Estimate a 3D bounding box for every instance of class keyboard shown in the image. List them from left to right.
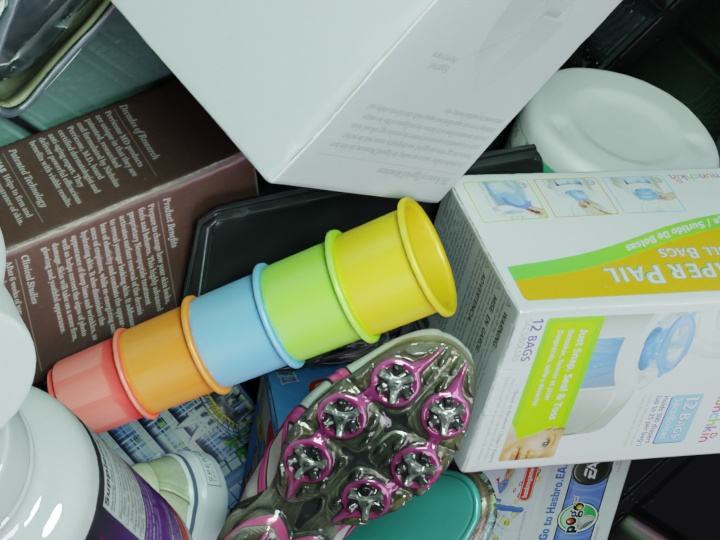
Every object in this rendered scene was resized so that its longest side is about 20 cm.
[{"bbox_3d":[0.000,0.000,1.430,0.199,0.021,0.128,-11,131,-27],"label":"keyboard"}]

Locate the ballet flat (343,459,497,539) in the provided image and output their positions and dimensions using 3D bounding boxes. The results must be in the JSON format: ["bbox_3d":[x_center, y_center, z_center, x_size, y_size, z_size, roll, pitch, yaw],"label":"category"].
[{"bbox_3d":[0.002,0.165,1.478,0.200,0.075,0.074,-36,143,22],"label":"ballet flat"}]

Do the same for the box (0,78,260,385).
[{"bbox_3d":[-0.149,-0.010,1.382,0.199,0.075,0.100,-21,139,-14],"label":"box"}]

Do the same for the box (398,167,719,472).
[{"bbox_3d":[0.136,0.022,1.419,0.199,0.102,0.113,-2,132,-23],"label":"box"}]

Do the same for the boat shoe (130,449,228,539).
[{"bbox_3d":[-0.129,0.179,1.502,0.062,0.072,0.201,3,118,-31],"label":"boat shoe"}]

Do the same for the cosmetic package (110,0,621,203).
[{"bbox_3d":[0.026,-0.144,1.282,0.200,0.123,0.199,-48,163,14],"label":"cosmetic package"}]

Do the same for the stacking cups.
[{"bbox_3d":[-0.053,0.031,1.354,0.199,0.061,0.061,-24,144,17],"label":"stacking cups"}]

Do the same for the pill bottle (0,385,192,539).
[{"bbox_3d":[-0.159,0.119,1.317,0.111,0.112,0.200,-35,149,1],"label":"pill bottle"}]

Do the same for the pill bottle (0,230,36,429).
[{"bbox_3d":[-0.218,-0.014,1.226,0.114,0.200,0.115,-19,138,-18],"label":"pill bottle"}]

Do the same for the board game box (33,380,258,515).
[{"bbox_3d":[-0.132,0.134,1.548,0.199,0.062,0.200,-36,141,1],"label":"board game box"}]

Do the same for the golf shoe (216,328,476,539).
[{"bbox_3d":[-0.012,0.091,1.388,0.072,0.092,0.200,35,120,-12],"label":"golf shoe"}]

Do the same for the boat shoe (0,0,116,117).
[{"bbox_3d":[-0.116,-0.155,1.264,0.200,0.062,0.075,-47,138,14],"label":"boat shoe"}]

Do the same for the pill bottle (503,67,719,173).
[{"bbox_3d":[0.111,0.000,1.543,0.113,0.113,0.201,-4,133,-32],"label":"pill bottle"}]

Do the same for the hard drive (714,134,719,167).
[{"bbox_3d":[0.227,-0.072,1.560,0.135,0.042,0.201,-45,160,-55],"label":"hard drive"}]

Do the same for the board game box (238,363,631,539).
[{"bbox_3d":[0.032,0.141,1.534,0.194,0.056,0.201,2,130,-13],"label":"board game box"}]
